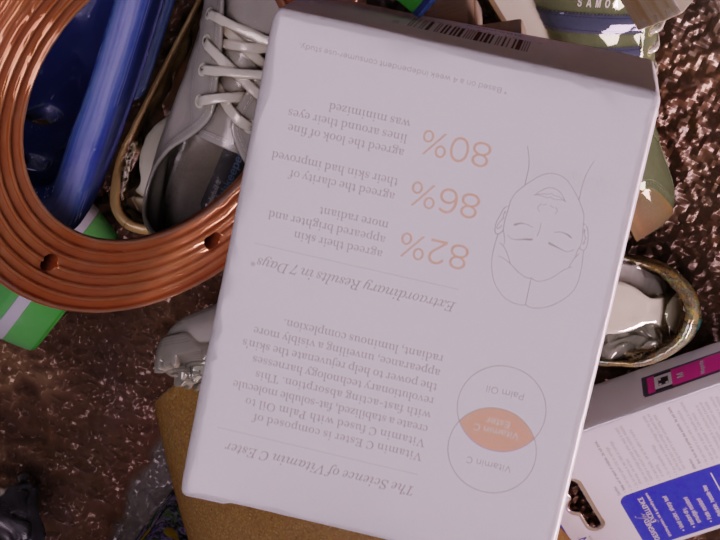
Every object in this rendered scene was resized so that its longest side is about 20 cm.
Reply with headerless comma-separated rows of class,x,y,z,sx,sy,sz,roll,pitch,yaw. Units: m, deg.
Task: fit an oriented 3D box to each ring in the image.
ring,-0.086,-0.073,0.951,0.019,0.200,0.201,38,122,41

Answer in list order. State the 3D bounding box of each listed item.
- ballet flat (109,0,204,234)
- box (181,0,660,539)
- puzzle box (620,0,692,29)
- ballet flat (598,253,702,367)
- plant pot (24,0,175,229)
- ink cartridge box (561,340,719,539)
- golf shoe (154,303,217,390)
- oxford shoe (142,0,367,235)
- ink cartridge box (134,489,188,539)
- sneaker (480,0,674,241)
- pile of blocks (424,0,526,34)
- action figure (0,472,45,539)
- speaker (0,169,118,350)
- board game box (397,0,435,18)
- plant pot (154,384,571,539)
ballet flat,-0.061,-0.097,1.093,0.069,0.063,0.200,30,114,3
box,0.025,0.001,0.929,0.152,0.106,0.200,13,103,3
puzzle box,0.104,-0.218,0.981,0.025,0.133,0.200,-20,108,42
ballet flat,0.067,0.012,1.090,0.200,0.071,0.071,6,114,-9
plant pot,-0.171,-0.159,1.024,0.200,0.180,0.200,19,115,2
ink cartridge box,0.182,0.080,1.125,0.200,0.037,0.095,-22,127,15
golf shoe,0.000,0.000,1.042,0.200,0.078,0.097,-14,69,8
oxford shoe,-0.048,-0.089,1.031,0.075,0.058,0.200,23,105,11
ink cartridge box,-0.122,0.199,1.150,0.050,0.200,0.109,34,113,-4
sneaker,0.116,-0.112,1.054,0.090,0.067,0.200,-33,114,2
pile of blocks,0.023,-0.076,1.071,0.082,0.062,0.200,16,150,-31
action figure,-0.251,0.083,1.181,0.119,0.102,0.200,-28,107,31
speaker,-0.220,-0.048,1.130,0.200,0.088,0.088,37,113,-6
board game box,0.017,-0.210,0.962,0.135,0.200,0.034,38,137,-7
plant pot,-0.009,0.123,1.129,0.186,0.186,0.200,-35,86,21
